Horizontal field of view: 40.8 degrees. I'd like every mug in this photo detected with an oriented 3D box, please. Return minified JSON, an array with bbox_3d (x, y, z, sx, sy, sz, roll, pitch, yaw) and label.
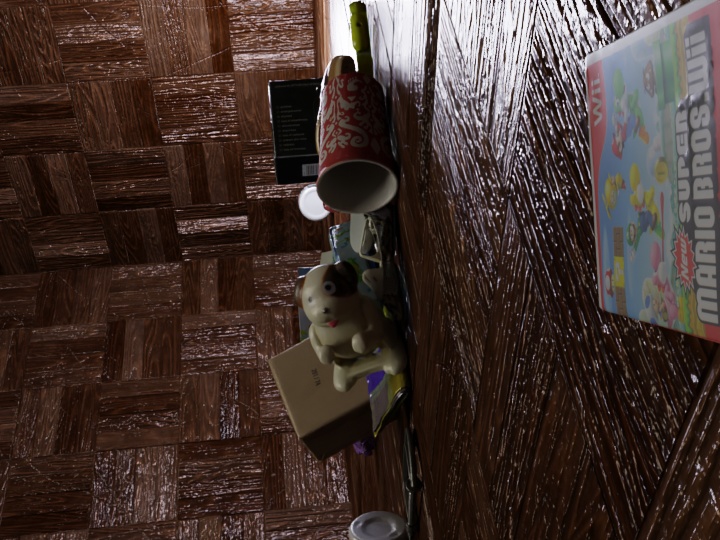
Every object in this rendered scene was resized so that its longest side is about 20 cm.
[{"bbox_3d":[-0.026,-0.207,1.599,0.133,0.175,0.203,34,-138,-42],"label":"mug"}]

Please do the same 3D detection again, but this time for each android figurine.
[{"bbox_3d":[-0.003,-0.402,1.845,0.183,0.040,0.204,99,167,-70],"label":"android figurine"}]

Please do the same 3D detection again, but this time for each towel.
[{"bbox_3d":[0.041,0.167,1.667,0.145,0.022,0.203,118,154,-44],"label":"towel"}]

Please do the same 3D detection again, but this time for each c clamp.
[{"bbox_3d":[0.085,0.366,1.585,0.173,0.026,0.203,-92,0,-48],"label":"c clamp"}]

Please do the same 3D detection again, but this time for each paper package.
[{"bbox_3d":[-0.052,0.219,1.812,0.202,0.188,0.104,62,-179,42],"label":"paper package"}]

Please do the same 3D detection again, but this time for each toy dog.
[{"bbox_3d":[-0.020,0.069,1.569,0.201,0.137,0.197,51,-145,-46],"label":"toy dog"}]

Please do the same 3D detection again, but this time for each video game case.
[{"bbox_3d":[0.148,-0.045,0.453,0.200,0.017,0.147,-147,52,-84],"label":"video game case"}]

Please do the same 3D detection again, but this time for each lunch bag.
[{"bbox_3d":[0.000,0.000,1.803,0.200,0.081,0.164,-106,-1,-72],"label":"lunch bag"}]

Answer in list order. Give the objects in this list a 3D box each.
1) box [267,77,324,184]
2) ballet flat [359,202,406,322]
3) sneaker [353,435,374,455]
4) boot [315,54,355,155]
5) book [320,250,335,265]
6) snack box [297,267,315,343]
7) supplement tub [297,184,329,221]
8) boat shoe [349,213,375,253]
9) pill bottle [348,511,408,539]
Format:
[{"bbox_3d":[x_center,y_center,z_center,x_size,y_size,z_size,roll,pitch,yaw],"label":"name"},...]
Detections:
[{"bbox_3d":[-0.100,-0.311,2.141,0.124,0.195,0.201,94,170,-66],"label":"box"},{"bbox_3d":[0.033,-0.012,1.588,0.072,0.070,0.205,101,164,-72],"label":"ballet flat"},{"bbox_3d":[0.011,0.403,2.324,0.200,0.079,0.085,66,-175,-77],"label":"sneaker"},{"bbox_3d":[-0.050,-0.291,1.787,0.166,0.071,0.205,176,106,-78],"label":"boot"},{"bbox_3d":[-0.026,0.068,1.933,0.200,0.047,0.136,45,-139,-51],"label":"book"},{"bbox_3d":[-0.057,0.079,2.162,0.202,0.165,0.069,90,177,-50],"label":"snack box"},{"bbox_3d":[-0.162,-0.242,3.436,0.200,0.120,0.126,-130,36,-82],"label":"supplement tub"},{"bbox_3d":[0.020,-0.099,1.712,0.202,0.062,0.071,-92,24,-50],"label":"boat shoe"},{"bbox_3d":[0.037,0.558,1.770,0.114,0.111,0.205,-110,16,-73],"label":"pill bottle"}]
